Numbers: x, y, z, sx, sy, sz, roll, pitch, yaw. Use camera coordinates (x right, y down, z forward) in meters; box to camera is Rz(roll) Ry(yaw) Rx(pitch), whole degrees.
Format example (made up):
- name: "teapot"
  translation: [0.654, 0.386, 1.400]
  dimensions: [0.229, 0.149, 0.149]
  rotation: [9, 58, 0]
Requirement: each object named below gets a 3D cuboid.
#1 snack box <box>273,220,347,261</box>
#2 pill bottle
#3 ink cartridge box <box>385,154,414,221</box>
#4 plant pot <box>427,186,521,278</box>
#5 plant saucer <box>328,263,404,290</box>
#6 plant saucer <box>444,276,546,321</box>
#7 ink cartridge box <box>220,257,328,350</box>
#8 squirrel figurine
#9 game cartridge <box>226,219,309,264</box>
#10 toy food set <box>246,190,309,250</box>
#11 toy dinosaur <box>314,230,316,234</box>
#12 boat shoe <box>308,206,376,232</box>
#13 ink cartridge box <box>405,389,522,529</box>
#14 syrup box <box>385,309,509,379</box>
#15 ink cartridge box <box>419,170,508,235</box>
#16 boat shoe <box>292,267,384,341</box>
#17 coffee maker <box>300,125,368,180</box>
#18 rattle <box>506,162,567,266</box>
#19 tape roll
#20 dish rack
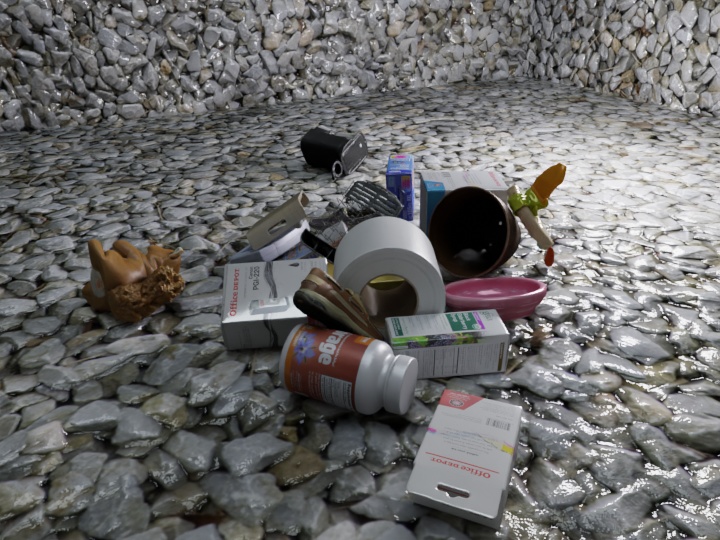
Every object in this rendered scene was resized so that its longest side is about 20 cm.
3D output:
- name: "snack box"
  translation: [-0.117, -0.043, 1.277]
  dimensions: [0.198, 0.025, 0.072]
  rotation: [-29, 28, 5]
- name: "pill bottle"
  translation: [-0.017, 0.154, 0.890]
  dimensions: [0.197, 0.114, 0.112]
  rotation: [10, 29, 22]
- name: "ink cartridge box"
  translation: [0.110, -0.221, 1.580]
  dimensions: [0.075, 0.139, 0.201]
  rotation: [0, 27, 9]
- name: "plant pot"
  translation: [0.276, -0.078, 1.272]
  dimensions: [0.185, 0.190, 0.199]
  rotation: [19, 10, 34]
- name: "plant saucer"
  translation: [0.000, 0.000, 1.257]
  dimensions: [0.196, 0.049, 0.201]
  rotation: [-4, 28, -6]
- name: "plant saucer"
  translation: [0.250, 0.054, 1.093]
  dimensions: [0.196, 0.052, 0.201]
  rotation: [-5, 9, 1]
- name: "ink cartridge box"
  translation: [-0.154, 0.059, 1.069]
  dimensions: [0.196, 0.086, 0.147]
  rotation: [-5, 48, -3]
- name: "squirrel figurine"
  translation: [-0.440, 0.019, 1.185]
  dimensions: [0.199, 0.143, 0.185]
  rotation: [36, 32, 29]
- name: "game cartridge"
  translation: [-0.206, -0.060, 1.346]
  dimensions: [0.131, 0.042, 0.200]
  rotation: [-8, 21, 32]
- name: "toy food set"
  translation: [-0.181, -0.113, 1.341]
  dimensions: [0.142, 0.061, 0.200]
  rotation: [-34, 13, 6]
- name: "toy dinosaur"
  translation: [-0.067, -0.075, 1.409]
  dimensions: [0.197, 0.048, 0.088]
  rotation: [9, 14, 20]
- name: "boat shoe"
  translation: [-0.039, -0.133, 1.494]
  dimensions: [0.196, 0.066, 0.072]
  rotation: [0, 29, 5]
- name: "ink cartridge box"
  translation: [0.137, 0.250, 0.748]
  dimensions: [0.115, 0.069, 0.200]
  rotation: [9, 28, 21]
- name: "syrup box"
  translation: [0.144, 0.124, 0.974]
  dimensions: [0.196, 0.083, 0.079]
  rotation: [-5, 29, -4]
- name: "ink cartridge box"
  translation: [0.252, -0.157, 1.439]
  dimensions: [0.196, 0.148, 0.147]
  rotation: [-1, 26, 0]
- name: "boat shoe"
  translation: [-0.023, 0.065, 0.940]
  dimensions: [0.075, 0.200, 0.075]
  rotation: [-2, 57, 42]
- name: "coffee maker"
  translation: [-0.105, -0.403, 1.944]
  dimensions: [0.198, 0.137, 0.191]
  rotation: [18, 34, 34]
- name: "rattle"
  translation: [0.414, -0.119, 1.249]
  dimensions: [0.142, 0.200, 0.130]
  rotation: [-41, 19, 7]
- name: "tape roll"
  translation: [0.047, 0.022, 1.043]
  dimensions: [0.199, 0.206, 0.140]
  rotation: [-1, 26, 0]
- name: "dish rack"
  translation: [-0.013, -0.098, 1.202]
  dimensions: [0.152, 0.055, 0.201]
  rotation: [32, 81, 24]
